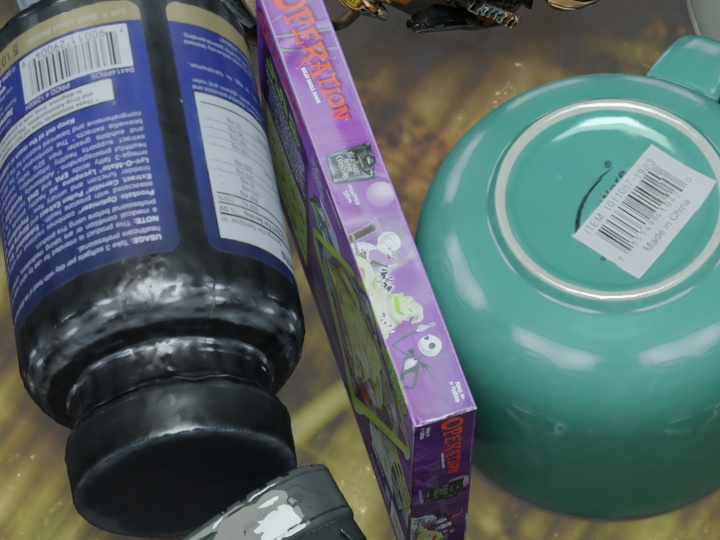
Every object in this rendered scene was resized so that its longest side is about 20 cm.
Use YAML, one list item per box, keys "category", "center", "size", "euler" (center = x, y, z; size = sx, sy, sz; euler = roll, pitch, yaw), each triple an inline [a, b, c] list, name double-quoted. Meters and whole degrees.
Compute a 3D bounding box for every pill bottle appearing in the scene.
- category: "pill bottle"
  center: [-0.083, -0.005, 1.040]
  size: [0.111, 0.112, 0.201]
  euler: [-11, 60, -2]

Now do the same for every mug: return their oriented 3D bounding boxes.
- category: "mug"
  center: [0.093, -0.012, 1.029]
  size: [0.151, 0.115, 0.186]
  euler: [-9, 60, -1]

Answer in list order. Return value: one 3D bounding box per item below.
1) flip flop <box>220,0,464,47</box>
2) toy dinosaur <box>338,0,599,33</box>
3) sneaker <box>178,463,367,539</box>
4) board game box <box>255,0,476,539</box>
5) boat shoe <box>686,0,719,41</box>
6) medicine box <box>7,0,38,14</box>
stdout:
- category: "flip flop"
  center: [-0.050, -0.123, 1.103]
  size: [0.199, 0.081, 0.058]
  euler: [9, 91, -29]
- category: "toy dinosaur"
  center: [0.078, -0.150, 1.062]
  size: [0.200, 0.136, 0.102]
  euler: [-28, 62, -37]
- category: "sneaker"
  center: [-0.043, 0.147, 0.975]
  size: [0.199, 0.060, 0.104]
  euler: [-33, 78, 1]
- category: "board game box"
  center: [0.000, 0.000, 1.027]
  size: [0.032, 0.120, 0.201]
  euler: [-17, 61, -5]
- category: "boat shoe"
  center: [0.210, -0.078, 1.082]
  size: [0.062, 0.073, 0.200]
  euler: [-22, 44, -27]
- category: "medicine box"
  center: [-0.119, -0.241, 1.184]
  size: [0.200, 0.103, 0.182]
  euler: [-34, 63, -14]
